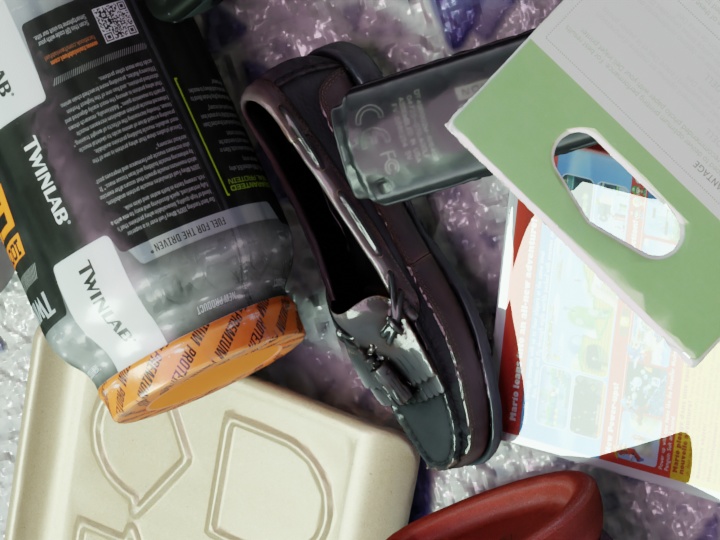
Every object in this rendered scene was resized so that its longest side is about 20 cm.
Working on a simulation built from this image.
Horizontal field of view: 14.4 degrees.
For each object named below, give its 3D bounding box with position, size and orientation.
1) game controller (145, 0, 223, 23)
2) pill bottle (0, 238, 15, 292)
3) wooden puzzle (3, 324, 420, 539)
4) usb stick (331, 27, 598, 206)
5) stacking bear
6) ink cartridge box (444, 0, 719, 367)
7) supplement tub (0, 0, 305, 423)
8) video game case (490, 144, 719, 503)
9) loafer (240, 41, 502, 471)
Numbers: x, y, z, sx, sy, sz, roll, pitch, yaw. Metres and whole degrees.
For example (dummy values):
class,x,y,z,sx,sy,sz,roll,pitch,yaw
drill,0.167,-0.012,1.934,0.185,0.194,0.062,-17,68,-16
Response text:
class,x,y,z,sx,sy,sz,roll,pitch,yaw
game controller,-0.075,-0.212,1.231,0.104,0.042,0.201,141,124,-64
pill bottle,-0.272,-0.004,1.405,0.199,0.112,0.113,-23,91,32
wooden puzzle,-0.073,0.127,1.367,0.199,0.046,0.186,19,112,20
usb stick,0.084,-0.077,1.201,0.199,0.033,0.056,-16,89,19
stacking bear,0.096,0.201,1.251,0.113,0.121,0.201,-25,100,9
ink cartridge box,0.154,-0.081,1.131,0.146,0.048,0.200,45,97,12
supplement tub,-0.108,-0.041,1.283,0.122,0.122,0.201,-31,79,32
video game case,0.151,0.028,1.223,0.199,0.017,0.144,15,110,26
loafer,0.000,0.000,1.269,0.072,0.063,0.201,-19,91,54
